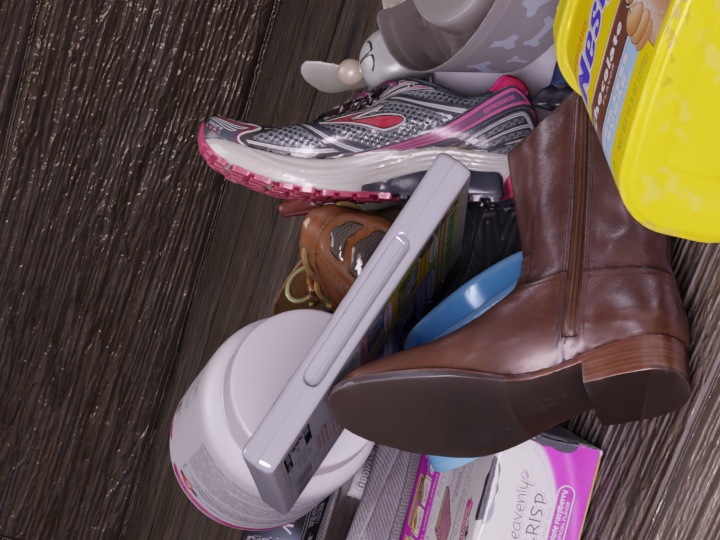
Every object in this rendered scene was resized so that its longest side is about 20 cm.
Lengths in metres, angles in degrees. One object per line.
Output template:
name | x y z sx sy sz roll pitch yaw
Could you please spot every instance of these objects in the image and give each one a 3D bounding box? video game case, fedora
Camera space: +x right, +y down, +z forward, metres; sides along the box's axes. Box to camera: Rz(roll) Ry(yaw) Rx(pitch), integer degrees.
video game case | -0.001 0.039 1.346 0.183 0.022 0.200 -56 -7 -9
fedora | 0.024 0.171 1.616 0.177 0.090 0.201 118 172 -52

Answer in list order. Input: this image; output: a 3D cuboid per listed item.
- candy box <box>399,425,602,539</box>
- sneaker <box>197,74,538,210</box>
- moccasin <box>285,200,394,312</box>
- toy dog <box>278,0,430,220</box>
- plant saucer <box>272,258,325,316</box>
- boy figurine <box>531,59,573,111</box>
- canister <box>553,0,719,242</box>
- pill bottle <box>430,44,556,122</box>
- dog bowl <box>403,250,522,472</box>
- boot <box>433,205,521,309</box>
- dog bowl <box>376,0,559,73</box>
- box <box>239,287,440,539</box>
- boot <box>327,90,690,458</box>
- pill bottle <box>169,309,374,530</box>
candy box | 0.072 0.146 1.443 0.200 0.061 0.137 -149 73 -81
sneaker | 0.005 -0.076 1.483 0.081 0.198 0.075 84 -173 -87
moccasin | -0.001 0.001 1.529 0.074 0.077 0.201 -58 -13 0
toy dog | -0.006 -0.081 1.594 0.132 0.096 0.201 -107 9 -50
plant saucer | 0.024 -0.019 1.804 0.200 0.035 0.200 -39 -13 -11
boy figurine | 0.147 -0.182 1.442 0.124 0.064 0.202 -166 90 -79
canister | 0.156 -0.117 1.214 0.200 0.086 0.149 -99 23 -65
pill bottle | 0.089 -0.166 1.621 0.201 0.115 0.116 -90 16 -57
dog bowl | 0.072 0.043 1.390 0.111 0.050 0.200 -35 9 10
boot | 0.077 -0.023 1.651 0.200 0.065 0.166 -101 32 -65
dog bowl | 0.078 -0.204 1.451 0.200 0.058 0.201 -41 42 53
box | -0.005 0.112 1.787 0.157 0.050 0.201 -22 -47 -57
boot | 0.077 -0.007 1.295 0.064 0.185 0.201 76 -168 -49
pill bottle | -0.050 0.092 1.579 0.200 0.113 0.114 131 151 -72
